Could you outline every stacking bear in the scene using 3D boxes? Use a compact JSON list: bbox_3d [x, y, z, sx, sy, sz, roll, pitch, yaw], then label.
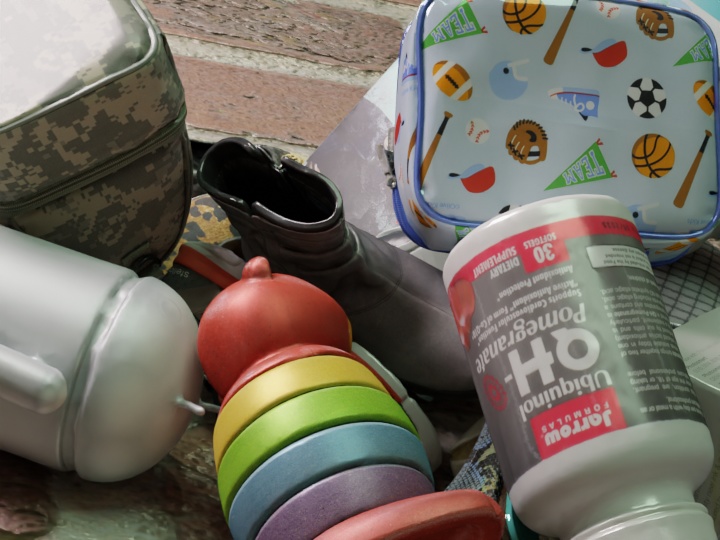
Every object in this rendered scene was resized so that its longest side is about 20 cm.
[{"bbox_3d":[-0.023,0.086,1.072,0.113,0.122,0.201,-10,51,-20],"label":"stacking bear"}]

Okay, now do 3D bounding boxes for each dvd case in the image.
[{"bbox_3d":[0.037,-0.033,1.368,0.022,0.146,0.200,31,16,-52],"label":"dvd case"}]

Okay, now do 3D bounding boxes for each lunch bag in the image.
[{"bbox_3d":[-0.182,-0.098,1.230,0.139,0.168,0.200,-30,54,-9],"label":"lunch bag"},{"bbox_3d":[0.109,-0.078,1.223,0.198,0.162,0.076,3,-12,-10],"label":"lunch bag"}]

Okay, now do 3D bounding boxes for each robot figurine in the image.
[{"bbox_3d":[-0.169,0.044,1.141,0.198,0.114,0.170,19,12,8],"label":"robot figurine"}]

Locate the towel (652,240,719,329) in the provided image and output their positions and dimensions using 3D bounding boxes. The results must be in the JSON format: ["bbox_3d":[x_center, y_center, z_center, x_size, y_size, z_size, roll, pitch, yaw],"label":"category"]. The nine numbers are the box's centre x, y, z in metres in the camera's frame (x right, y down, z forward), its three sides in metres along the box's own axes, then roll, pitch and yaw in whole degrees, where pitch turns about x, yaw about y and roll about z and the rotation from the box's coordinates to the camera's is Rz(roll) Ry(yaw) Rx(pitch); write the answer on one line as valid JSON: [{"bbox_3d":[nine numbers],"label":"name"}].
[{"bbox_3d":[0.152,0.022,1.425,0.198,0.086,0.166,20,26,7],"label":"towel"}]

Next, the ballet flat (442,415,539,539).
[{"bbox_3d":[0.075,0.115,1.199,0.074,0.075,0.200,19,23,9],"label":"ballet flat"}]

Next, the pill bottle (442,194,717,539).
[{"bbox_3d":[0.120,0.071,1.112,0.110,0.111,0.202,-1,62,-32],"label":"pill bottle"}]

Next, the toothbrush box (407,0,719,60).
[{"bbox_3d":[0.149,-0.136,1.329,0.200,0.147,0.085,38,-8,10],"label":"toothbrush box"}]

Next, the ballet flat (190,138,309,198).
[{"bbox_3d":[-0.117,-0.081,1.509,0.198,0.057,0.067,7,26,-18],"label":"ballet flat"}]

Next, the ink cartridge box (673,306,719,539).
[{"bbox_3d":[0.226,0.115,1.205,0.199,0.130,0.125,28,26,28],"label":"ink cartridge box"}]

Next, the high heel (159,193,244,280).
[{"bbox_3d":[-0.102,0.018,1.335,0.199,0.071,0.143,13,44,-39],"label":"high heel"}]

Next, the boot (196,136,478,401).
[{"bbox_3d":[0.000,0.000,1.204,0.199,0.132,0.070,18,67,25],"label":"boot"}]

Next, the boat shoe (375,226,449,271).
[{"bbox_3d":[0.023,0.011,1.309,0.198,0.076,0.060,-10,-1,29],"label":"boat shoe"}]

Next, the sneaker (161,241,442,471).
[{"bbox_3d":[-0.045,0.070,1.238,0.199,0.077,0.082,36,72,11],"label":"sneaker"}]

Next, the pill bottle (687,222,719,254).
[{"bbox_3d":[0.190,-0.077,1.415,0.198,0.112,0.111,20,24,6],"label":"pill bottle"}]
